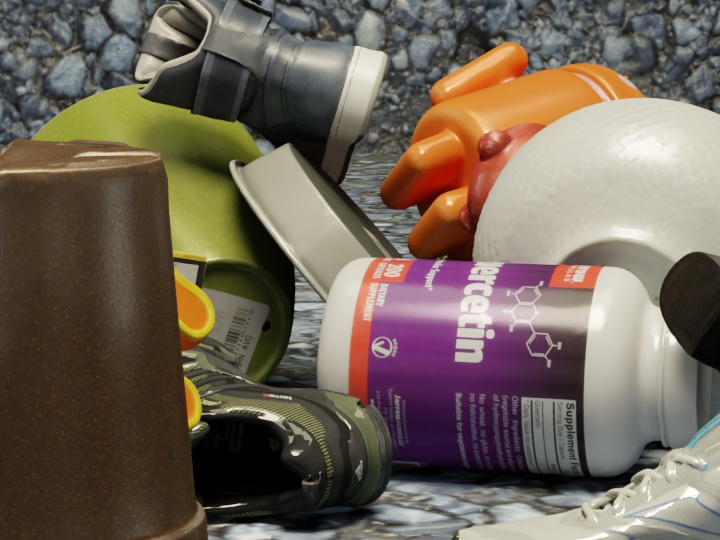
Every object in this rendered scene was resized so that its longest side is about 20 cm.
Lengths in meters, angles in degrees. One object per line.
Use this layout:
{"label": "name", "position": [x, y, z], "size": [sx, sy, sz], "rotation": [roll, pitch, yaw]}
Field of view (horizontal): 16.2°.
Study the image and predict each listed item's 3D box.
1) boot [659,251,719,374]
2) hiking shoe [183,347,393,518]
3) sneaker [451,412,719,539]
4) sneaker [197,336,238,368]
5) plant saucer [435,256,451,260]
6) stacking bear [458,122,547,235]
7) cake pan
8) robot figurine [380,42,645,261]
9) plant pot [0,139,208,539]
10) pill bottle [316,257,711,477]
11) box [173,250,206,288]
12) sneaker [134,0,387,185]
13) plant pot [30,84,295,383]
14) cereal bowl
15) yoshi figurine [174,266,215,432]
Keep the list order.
{"label": "boot", "position": [0.256, 0.085, 1.274], "size": [0.200, 0.069, 0.188], "rotation": [21, 24, -36]}
{"label": "hiking shoe", "position": [-0.089, 0.080, 1.262], "size": [0.200, 0.076, 0.101], "rotation": [5, 5, 26]}
{"label": "sneaker", "position": [0.137, 0.101, 1.076], "size": [0.200, 0.087, 0.075], "rotation": [-1, 9, -3]}
{"label": "sneaker", "position": [-0.166, 0.054, 1.400], "size": [0.200, 0.076, 0.079], "rotation": [-3, 27, -24]}
{"label": "plant saucer", "position": [0.119, 0.007, 1.675], "size": [0.200, 0.032, 0.200], "rotation": [-13, 32, 8]}
{"label": "stacking bear", "position": [0.161, -0.035, 1.504], "size": [0.200, 0.122, 0.114], "rotation": [13, 42, 0]}
{"label": "cake pan", "position": [0.000, 0.000, 1.512], "size": [0.037, 0.200, 0.200], "rotation": [-41, 5, 5]}
{"label": "robot figurine", "position": [0.112, -0.070, 1.638], "size": [0.200, 0.117, 0.144], "rotation": [-18, 33, -30]}
{"label": "plant pot", "position": [-0.152, 0.050, 1.017], "size": [0.200, 0.199, 0.200], "rotation": [1, 8, 0]}
{"label": "pill bottle", "position": [0.083, 0.052, 1.347], "size": [0.200, 0.113, 0.112], "rotation": [2, 7, 13]}
{"label": "box", "position": [-0.212, -0.004, 1.450], "size": [0.160, 0.049, 0.200], "rotation": [6, 1, -40]}
{"label": "sneaker", "position": [-0.065, -0.113, 1.573], "size": [0.146, 0.077, 0.202], "rotation": [15, -12, -2]}
{"label": "plant pot", "position": [-0.114, 0.001, 1.576], "size": [0.187, 0.187, 0.200], "rotation": [-2, 20, -20]}
{"label": "cereal bowl", "position": [0.155, 0.009, 1.419], "size": [0.200, 0.200, 0.083], "rotation": [3, 26, 17]}
{"label": "yoshi figurine", "position": [-0.166, 0.057, 1.187], "size": [0.200, 0.112, 0.112], "rotation": [-28, -5, 41]}
